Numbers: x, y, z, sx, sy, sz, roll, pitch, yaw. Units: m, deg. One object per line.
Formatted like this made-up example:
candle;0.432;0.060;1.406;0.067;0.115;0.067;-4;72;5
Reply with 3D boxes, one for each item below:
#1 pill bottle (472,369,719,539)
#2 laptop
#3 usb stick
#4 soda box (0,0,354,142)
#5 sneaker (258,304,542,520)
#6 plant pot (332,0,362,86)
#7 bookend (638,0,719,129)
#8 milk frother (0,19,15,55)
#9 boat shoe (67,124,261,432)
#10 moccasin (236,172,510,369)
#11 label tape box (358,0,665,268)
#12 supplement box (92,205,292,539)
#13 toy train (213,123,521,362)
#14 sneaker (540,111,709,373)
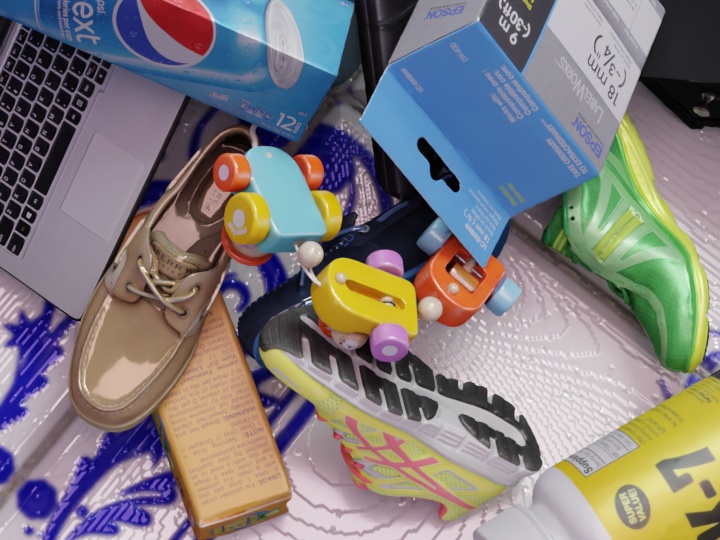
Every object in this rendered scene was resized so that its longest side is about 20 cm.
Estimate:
pill bottle;0.176;0.150;1.647;0.200;0.114;0.114;-29;80;-10
laptop;-0.233;-0.087;1.610;0.200;0.116;0.188;34;114;15
usb stick;0.023;-0.130;1.633;0.033;0.200;0.055;28;53;33
soda box;-0.109;-0.153;1.566;0.200;0.064;0.068;22;45;-10
sneaker;0.011;0.096;1.638;0.200;0.090;0.078;32;31;-24
plant pot;-0.051;-0.207;1.684;0.161;0.201;0.201;29;76;-11
bookend;0.281;-0.111;1.716;0.200;0.199;0.092;10;70;45
milk frother;-0.310;-0.176;1.649;0.188;0.200;0.181;-28;82;-10
boat shoe;-0.117;0.001;1.621;0.071;0.065;0.200;25;76;3
moccasin;0.000;0.000;1.692;0.200;0.081;0.068;-24;61;-32
label tape box;0.095;-0.123;1.612;0.144;0.063;0.200;48;53;-35
supplement box;-0.104;0.062;1.675;0.069;0.067;0.200;-21;78;-8
toy train;-0.005;-0.014;1.611;0.200;0.056;0.150;39;39;-6
sneaker;0.159;-0.017;1.711;0.083;0.074;0.200;-21;69;-11
